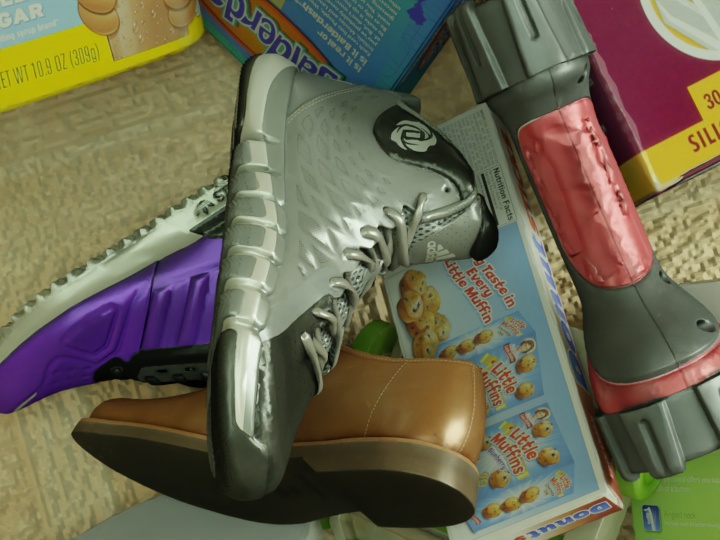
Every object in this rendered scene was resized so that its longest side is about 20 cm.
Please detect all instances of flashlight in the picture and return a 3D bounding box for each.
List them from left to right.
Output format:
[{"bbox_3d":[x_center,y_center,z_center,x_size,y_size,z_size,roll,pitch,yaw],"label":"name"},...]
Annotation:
[{"bbox_3d":[0.095,-0.019,0.707,0.067,0.068,0.201,-21,93,39],"label":"flashlight"}]

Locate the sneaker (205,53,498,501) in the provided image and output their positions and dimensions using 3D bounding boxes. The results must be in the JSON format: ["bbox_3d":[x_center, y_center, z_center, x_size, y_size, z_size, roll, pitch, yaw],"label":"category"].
[{"bbox_3d":[0.000,0.000,0.721,0.115,0.075,0.201,7,60,-6],"label":"sneaker"}]

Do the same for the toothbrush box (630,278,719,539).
[{"bbox_3d":[0.192,0.100,0.754,0.086,0.145,0.201,-5,88,-35],"label":"toothbrush box"}]

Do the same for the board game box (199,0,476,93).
[{"bbox_3d":[-0.015,-0.156,0.761,0.152,0.200,0.045,44,56,3],"label":"board game box"}]

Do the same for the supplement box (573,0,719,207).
[{"bbox_3d":[0.126,-0.142,0.785,0.130,0.103,0.201,-27,87,-8],"label":"supplement box"}]

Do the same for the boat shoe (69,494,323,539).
[{"bbox_3d":[-0.105,0.161,0.819,0.199,0.070,0.071,-24,43,4],"label":"boat shoe"}]

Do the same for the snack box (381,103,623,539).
[{"bbox_3d":[0.052,0.023,0.779,0.072,0.024,0.201,-24,57,16],"label":"snack box"}]

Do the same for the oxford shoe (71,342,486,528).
[{"bbox_3d":[-0.034,0.066,0.768,0.199,0.071,0.072,-1,59,28],"label":"oxford shoe"}]

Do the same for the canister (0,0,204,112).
[{"bbox_3d":[-0.149,-0.176,0.732,0.148,0.086,0.201,-23,116,-26],"label":"canister"}]

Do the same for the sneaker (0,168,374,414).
[{"bbox_3d":[-0.080,0.027,0.814,0.199,0.070,0.100,-33,92,6],"label":"sneaker"}]

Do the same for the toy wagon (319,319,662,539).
[{"bbox_3d":[0.045,0.114,0.794,0.155,0.040,0.201,20,90,33],"label":"toy wagon"}]
